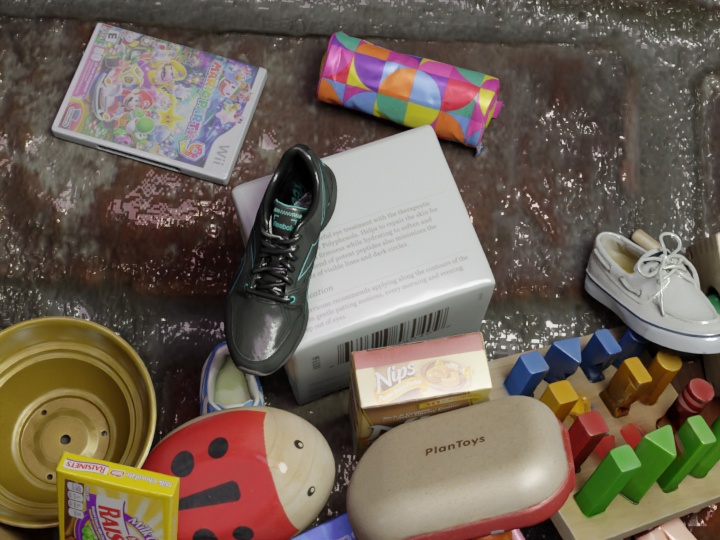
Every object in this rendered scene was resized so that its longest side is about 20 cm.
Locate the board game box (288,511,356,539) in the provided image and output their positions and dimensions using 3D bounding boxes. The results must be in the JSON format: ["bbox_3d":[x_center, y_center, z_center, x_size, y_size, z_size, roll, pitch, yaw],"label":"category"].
[{"bbox_3d":[0.029,0.305,1.043,0.199,0.041,0.200,-25,72,-12],"label":"board game box"}]

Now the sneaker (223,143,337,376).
[{"bbox_3d":[-0.072,-0.013,0.989,0.075,0.079,0.201,11,73,6],"label":"sneaker"}]

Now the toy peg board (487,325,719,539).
[{"bbox_3d":[0.240,0.127,1.092,0.199,0.098,0.200,-11,55,-29],"label":"toy peg board"}]

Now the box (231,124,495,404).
[{"bbox_3d":[0.000,0.000,1.131,0.198,0.200,0.172,-19,72,-7],"label":"box"}]

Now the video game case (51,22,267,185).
[{"bbox_3d":[-0.218,-0.184,1.291,0.199,0.018,0.144,16,68,4],"label":"video game case"}]

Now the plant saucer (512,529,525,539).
[{"bbox_3d":[0.062,0.296,1.097,0.199,0.051,0.202,1,69,-2],"label":"plant saucer"}]

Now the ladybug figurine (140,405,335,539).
[{"bbox_3d":[-0.122,0.196,1.059,0.199,0.072,0.136,-20,88,12],"label":"ladybug figurine"}]

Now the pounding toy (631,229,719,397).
[{"bbox_3d":[0.398,0.028,1.185,0.199,0.142,0.185,-7,83,-2],"label":"pounding toy"}]

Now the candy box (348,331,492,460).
[{"bbox_3d":[0.049,0.120,1.085,0.115,0.200,0.056,-9,69,-5],"label":"candy box"}]

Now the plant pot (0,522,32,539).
[{"bbox_3d":[-0.384,0.271,1.011,0.185,0.200,0.187,0,68,-1],"label":"plant pot"}]

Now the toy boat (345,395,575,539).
[{"bbox_3d":[0.091,0.199,1.008,0.199,0.131,0.131,-16,29,12],"label":"toy boat"}]

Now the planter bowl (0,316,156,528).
[{"bbox_3d":[-0.287,0.151,1.122,0.199,0.084,0.202,0,67,0],"label":"planter bowl"}]

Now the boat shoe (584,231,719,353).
[{"bbox_3d":[0.288,0.007,1.141,0.074,0.202,0.087,-7,113,-18],"label":"boat shoe"}]

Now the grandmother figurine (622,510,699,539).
[{"bbox_3d":[0.281,0.241,1.122,0.121,0.061,0.200,-25,71,-40],"label":"grandmother figurine"}]

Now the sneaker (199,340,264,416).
[{"bbox_3d":[-0.125,0.162,1.128,0.075,0.077,0.201,-8,72,-7],"label":"sneaker"}]

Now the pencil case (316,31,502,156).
[{"bbox_3d":[0.053,-0.193,1.273,0.199,0.088,0.089,18,69,3],"label":"pencil case"}]

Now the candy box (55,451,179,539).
[{"bbox_3d":[-0.212,0.241,1.036,0.102,0.201,0.026,10,40,1],"label":"candy box"}]
